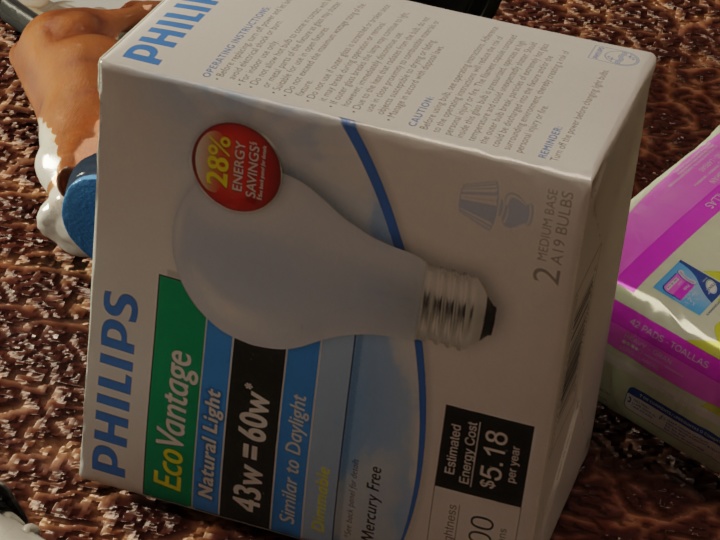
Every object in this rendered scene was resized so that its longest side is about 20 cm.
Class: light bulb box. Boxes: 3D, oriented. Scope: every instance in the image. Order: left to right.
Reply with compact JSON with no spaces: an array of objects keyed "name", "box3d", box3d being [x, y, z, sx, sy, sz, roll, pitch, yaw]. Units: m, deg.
[{"name":"light bulb box","box3d":[0.000,0.000,0.947,0.199,0.199,0.125,13,29,13]}]

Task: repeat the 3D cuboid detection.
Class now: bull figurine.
[{"name":"bull figurine","box3d":[-0.118,-0.078,1.167,0.121,0.065,0.200,-9,39,-15]}]

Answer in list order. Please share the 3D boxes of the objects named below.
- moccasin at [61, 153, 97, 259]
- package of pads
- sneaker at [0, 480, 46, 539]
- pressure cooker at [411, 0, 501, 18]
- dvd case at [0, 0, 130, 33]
[{"name":"moccasin","box3d":[-0.041,-0.015,1.085,0.199,0.081,0.068,19,45,-11]},{"name":"package of pads","box3d":[0.189,0.017,1.061,0.154,0.068,0.200,30,36,18]},{"name":"sneaker","box3d":[-0.148,0.114,0.858,0.088,0.074,0.200,-8,43,-22]},{"name":"pressure cooker","box3d":[0.007,-0.203,1.267,0.178,0.177,0.200,19,25,-1]},{"name":"dvd case","box3d":[-0.093,-0.127,1.315,0.142,0.018,0.200,-20,40,-37]}]
